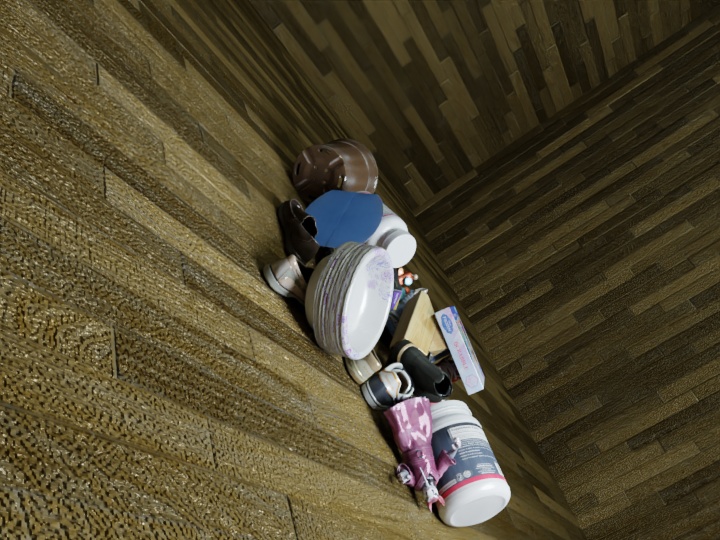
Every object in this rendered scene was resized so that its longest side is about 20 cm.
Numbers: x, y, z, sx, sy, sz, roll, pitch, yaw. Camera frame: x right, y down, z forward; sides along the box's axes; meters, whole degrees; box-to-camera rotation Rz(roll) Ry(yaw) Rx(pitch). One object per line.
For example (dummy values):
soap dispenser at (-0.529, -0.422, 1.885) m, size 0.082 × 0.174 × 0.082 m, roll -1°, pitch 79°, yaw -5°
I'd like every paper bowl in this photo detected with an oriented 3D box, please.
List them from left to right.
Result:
paper bowl at (-0.025, 0.049, 1.086) m, size 0.201 × 0.103 × 0.203 m, roll -42°, pitch 138°, yaw -54°

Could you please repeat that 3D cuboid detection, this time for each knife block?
knife block at (0.106, 0.154, 1.388) m, size 0.174 × 0.064 × 0.202 m, roll -3°, pitch 65°, yaw -40°

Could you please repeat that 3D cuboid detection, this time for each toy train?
toy train at (0.092, 0.031, 1.572) m, size 0.200 × 0.149 × 0.056 m, roll -142°, pitch -146°, yaw -76°

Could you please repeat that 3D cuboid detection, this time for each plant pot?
plant pot at (-0.076, -0.254, 1.621) m, size 0.201 × 0.199 × 0.198 m, roll 58°, pitch 20°, yaw 4°

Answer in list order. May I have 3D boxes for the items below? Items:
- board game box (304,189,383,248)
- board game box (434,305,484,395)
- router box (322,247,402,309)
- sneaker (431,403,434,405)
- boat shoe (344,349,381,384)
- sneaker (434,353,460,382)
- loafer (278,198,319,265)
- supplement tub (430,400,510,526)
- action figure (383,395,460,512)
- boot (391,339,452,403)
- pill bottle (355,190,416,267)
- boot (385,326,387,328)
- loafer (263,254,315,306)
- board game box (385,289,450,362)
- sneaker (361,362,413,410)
board game box at (-0.038, -0.102, 1.337) m, size 0.159 × 0.198 × 0.039 m, roll -63°, pitch 147°, yaw -29°
board game box at (0.243, 0.186, 1.479) m, size 0.200 × 0.041 × 0.201 m, roll 8°, pitch 59°, yaw -78°
router box at (0.000, 0.000, 1.368) m, size 0.155 × 0.053 × 0.201 m, roll 11°, pitch 28°, yaw -13°
sneaker at (0.170, 0.314, 1.374) m, size 0.074 × 0.086 × 0.201 m, roll 42°, pitch 19°, yaw -53°
boat shoe at (-0.002, 0.131, 1.197) m, size 0.071 × 0.064 × 0.201 m, roll 47°, pitch 16°, yaw -40°
sneaker at (0.204, 0.252, 1.492) m, size 0.072 × 0.112 × 0.200 m, roll 63°, pitch -4°, yaw 7°
loafer at (-0.118, -0.086, 1.268) m, size 0.073 × 0.071 × 0.201 m, roll 47°, pitch 16°, yaw -41°
supplement tub at (0.188, 0.369, 1.176) m, size 0.140 × 0.140 × 0.201 m, roll 46°, pitch 16°, yaw -44°
action figure at (0.095, 0.329, 1.094) m, size 0.149 × 0.133 × 0.202 m, roll 126°, pitch -46°, yaw -57°
boot at (0.151, 0.240, 1.247) m, size 0.138 × 0.078 × 0.200 m, roll 33°, pitch -12°, yaw 49°
pill bottle at (0.038, -0.092, 1.384) m, size 0.200 × 0.109 × 0.109 m, roll 47°, pitch 1°, yaw 44°
boot at (0.119, 0.168, 1.593) m, size 0.201 × 0.072 × 0.144 m, roll 52°, pitch 12°, yaw 6°
loafer at (-0.099, 0.019, 1.094) m, size 0.072 × 0.063 × 0.200 m, roll 61°, pitch 12°, yaw 21°
board game box at (0.135, 0.163, 1.509) m, size 0.201 × 0.061 × 0.200 m, roll 60°, pitch 32°, yaw -4°
sneaker at (0.070, 0.231, 1.208) m, size 0.079 × 0.079 × 0.200 m, roll 58°, pitch 10°, yaw 14°
